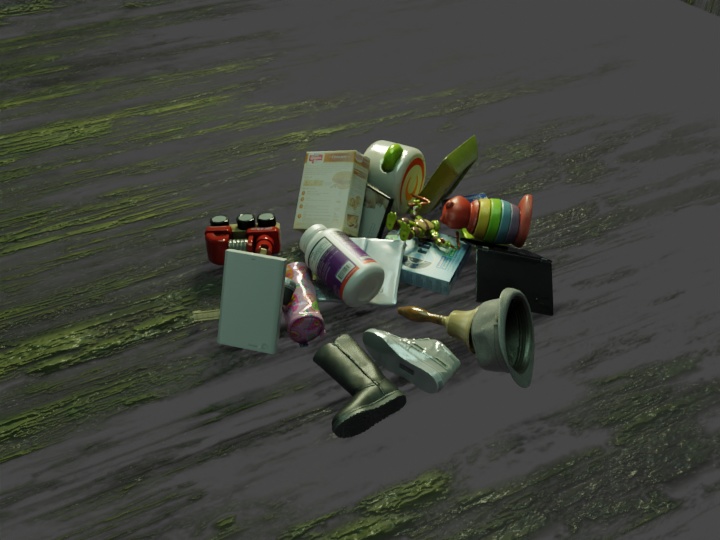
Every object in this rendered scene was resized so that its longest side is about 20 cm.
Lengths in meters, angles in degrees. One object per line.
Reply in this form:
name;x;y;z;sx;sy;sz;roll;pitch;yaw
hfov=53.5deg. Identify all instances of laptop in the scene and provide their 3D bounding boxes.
laptop;0.333;0.010;1.645;0.186;0.116;0.200;11;9;-12

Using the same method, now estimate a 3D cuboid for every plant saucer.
plant saucer;0.224;-0.235;1.845;0.048;0.200;0.200;41;41;7

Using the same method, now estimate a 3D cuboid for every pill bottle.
pill bottle;-0.046;-0.017;1.582;0.112;0.113;0.200;-28;53;-29

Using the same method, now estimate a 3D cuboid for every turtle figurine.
turtle figurine;0.136;-0.109;1.711;0.161;0.064;0.200;-3;50;-42

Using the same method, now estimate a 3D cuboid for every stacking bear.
stacking bear;0.291;-0.124;1.687;0.199;0.122;0.114;10;58;-2

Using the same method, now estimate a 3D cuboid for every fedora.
fedora;0.280;0.134;1.430;0.090;0.177;0.201;-8;68;33

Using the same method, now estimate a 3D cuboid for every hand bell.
hand bell;0.168;0.107;1.530;0.199;0.104;0.104;11;39;35

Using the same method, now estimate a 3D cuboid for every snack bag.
snack bag;0.000;0.000;1.644;0.199;0.021;0.189;4;57;12

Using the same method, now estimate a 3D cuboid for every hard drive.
hard drive;-0.227;0.065;1.488;0.131;0.201;0.026;10;10;13

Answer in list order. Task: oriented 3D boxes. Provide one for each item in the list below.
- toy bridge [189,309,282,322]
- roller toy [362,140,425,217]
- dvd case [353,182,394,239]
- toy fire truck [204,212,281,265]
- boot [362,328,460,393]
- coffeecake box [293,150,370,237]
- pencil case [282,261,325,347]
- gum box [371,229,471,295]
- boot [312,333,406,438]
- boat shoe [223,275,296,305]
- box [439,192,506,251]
toy bridge;-0.271;0.091;1.555;0.199;0.027;0.067;-7;-2;-9
roller toy;0.073;-0.237;1.856;0.139;0.201;0.182;19;18;25
dvd case;-0.009;-0.156;1.793;0.018;0.143;0.200;-6;32;-46
toy fire truck;-0.278;-0.035;1.682;0.175;0.129;0.200;-2;29;-1
boot;0.105;0.168;1.459;0.200;0.074;0.095;34;44;24
coffeecake box;-0.071;-0.189;1.764;0.153;0.201;0.073;5;-8;35
pencil case;-0.130;0.070;1.564;0.087;0.088;0.200;-9;40;-9
gum box;0.145;-0.032;1.710;0.199;0.045;0.170;16;42;18
boot;-0.032;0.219;1.390;0.164;0.066;0.200;-17;44;-32
boat shoe;-0.228;0.040;1.550;0.199;0.069;0.057;4;69;36
box;0.289;-0.131;1.827;0.121;0.048;0.200;-10;41;-11
